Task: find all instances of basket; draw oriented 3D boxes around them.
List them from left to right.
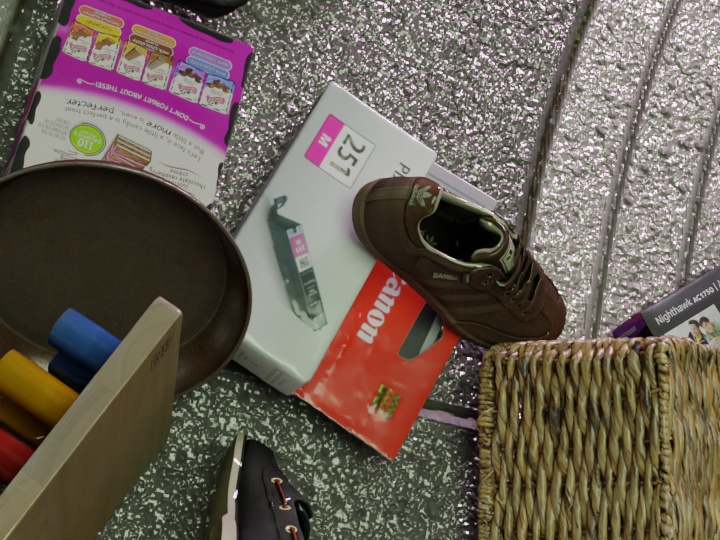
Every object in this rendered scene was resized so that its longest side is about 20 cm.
[{"bbox_3d":[0.174,0.148,1.381,0.142,0.148,0.202,10,77,-57],"label":"basket"}]

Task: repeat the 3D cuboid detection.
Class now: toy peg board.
[{"bbox_3d":[-0.205,0.113,1.199,0.097,0.200,0.200,32,64,8],"label":"toy peg board"}]

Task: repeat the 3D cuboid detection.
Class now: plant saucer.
[{"bbox_3d":[-0.165,0.004,1.258,0.199,0.201,0.035,19,38,-14],"label":"plant saucer"}]

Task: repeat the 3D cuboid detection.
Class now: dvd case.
[{"bbox_3d":[-0.005,-0.002,1.400,0.150,0.025,0.201,30,64,-9],"label":"dvd case"}]

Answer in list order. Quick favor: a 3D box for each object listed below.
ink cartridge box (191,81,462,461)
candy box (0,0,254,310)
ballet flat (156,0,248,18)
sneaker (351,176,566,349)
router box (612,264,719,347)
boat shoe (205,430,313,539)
[{"bbox_3d":[0.000,0.000,1.365,0.173,0.044,0.201,33,64,-6],"label":"ink cartridge box"},{"bbox_3d":[-0.163,-0.077,1.343,0.135,0.061,0.202,20,66,-14],"label":"candy box"},{"bbox_3d":[-0.170,-0.215,1.380,0.198,0.068,0.069,19,66,-14],"label":"ballet flat"},{"bbox_3d":[0.083,0.001,1.359,0.199,0.075,0.071,31,68,-34],"label":"sneaker"},{"bbox_3d":[0.306,0.058,1.485,0.199,0.051,0.150,-27,83,-26],"label":"router box"},{"bbox_3d":[-0.064,0.163,1.244,0.062,0.202,0.074,13,108,-8],"label":"boat shoe"}]
